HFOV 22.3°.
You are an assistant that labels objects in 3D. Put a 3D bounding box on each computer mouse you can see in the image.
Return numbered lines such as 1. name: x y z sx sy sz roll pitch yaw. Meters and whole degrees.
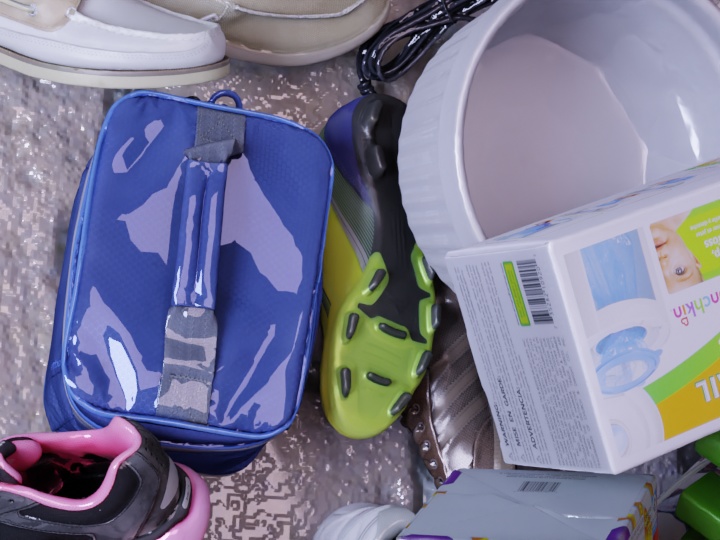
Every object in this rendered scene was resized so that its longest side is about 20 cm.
1. computer mouse: 0.086 -0.079 1.072 0.140 0.046 0.201 -30 104 7

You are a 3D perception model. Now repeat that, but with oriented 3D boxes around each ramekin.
1. ramekin: 0.114 -0.058 0.982 0.198 0.105 0.202 1 87 -25

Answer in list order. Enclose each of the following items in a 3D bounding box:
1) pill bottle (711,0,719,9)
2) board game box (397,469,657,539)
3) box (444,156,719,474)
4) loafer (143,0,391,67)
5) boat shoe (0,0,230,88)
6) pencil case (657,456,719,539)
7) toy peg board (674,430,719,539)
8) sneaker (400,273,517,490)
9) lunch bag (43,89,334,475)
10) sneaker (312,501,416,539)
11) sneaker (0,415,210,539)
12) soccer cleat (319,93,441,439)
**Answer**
1. pill bottle: 0.166 -0.179 1.103 0.200 0.111 0.111 45 69 -1
2. board game box: 0.087 0.209 0.876 0.104 0.103 0.202 -1 102 20
3. box: 0.160 0.012 0.886 0.199 0.101 0.114 -20 96 -24
4. loafer: -0.076 -0.165 1.040 0.198 0.069 0.076 -3 50 -14
5. boat shoe: -0.163 -0.142 0.976 0.198 0.075 0.069 10 107 14
6. pencil case: 0.190 0.155 1.042 0.200 0.078 0.090 -38 100 -21
7. toy peg board: 0.240 0.134 0.948 0.098 0.201 0.198 34 40 32
8. sneaker: 0.049 0.078 1.037 0.075 0.071 0.202 -3 70 3
9. lunch bag: -0.088 0.001 0.973 0.135 0.132 0.202 9 74 -13
10. sneaker: 0.020 0.219 0.965 0.077 0.099 0.202 -10 79 -18
11. sneaker: -0.179 0.114 0.910 0.198 0.096 0.080 -12 53 9
12. soccer cleat: 0.001 0.000 1.026 0.064 0.084 0.202 14 68 -29
